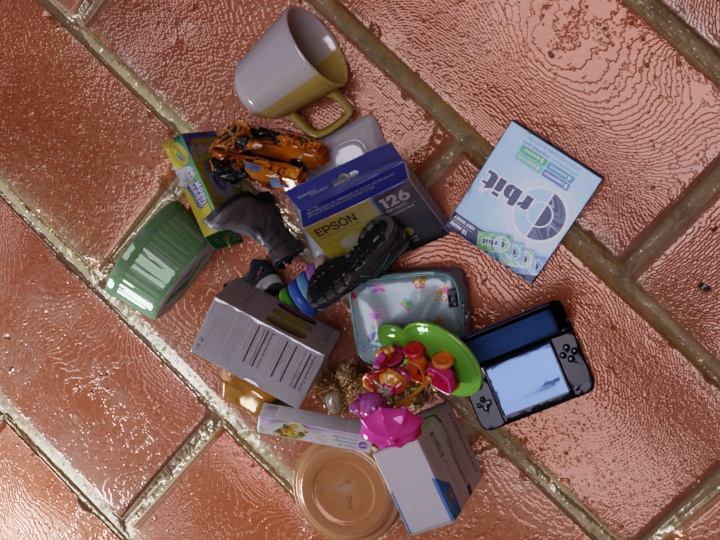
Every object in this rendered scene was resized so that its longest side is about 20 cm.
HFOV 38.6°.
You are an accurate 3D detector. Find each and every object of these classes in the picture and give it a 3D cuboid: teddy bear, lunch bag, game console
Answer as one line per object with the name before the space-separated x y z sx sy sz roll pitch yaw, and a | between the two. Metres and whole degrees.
teddy bear | 0.010 0.208 1.726 0.199 0.145 0.067 4 57 12
lunch bag | 0.086 0.078 1.698 0.199 0.077 0.161 -4 97 18
game console | 0.251 0.153 1.621 0.200 0.118 0.171 -23 91 10

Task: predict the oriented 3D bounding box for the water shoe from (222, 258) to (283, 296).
water shoe | -0.217 0.061 1.807 0.200 0.071 0.079 -41 60 18

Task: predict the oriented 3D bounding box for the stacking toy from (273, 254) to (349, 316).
stacking toy | -0.115 0.061 1.749 0.200 0.085 0.085 -36 87 16

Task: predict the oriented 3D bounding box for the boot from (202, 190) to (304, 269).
boot | -0.165 -0.061 1.693 0.070 0.200 0.132 -36 83 28

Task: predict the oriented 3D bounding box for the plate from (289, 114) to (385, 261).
plate | -0.030 -0.133 1.727 0.199 0.032 0.200 -23 91 19

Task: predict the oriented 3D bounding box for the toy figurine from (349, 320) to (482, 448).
toy figurine | 0.054 0.184 1.564 0.200 0.184 0.150 19 140 35

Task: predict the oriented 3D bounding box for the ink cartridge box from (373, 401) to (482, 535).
ink cartridge box | 0.113 0.315 1.662 0.084 0.200 0.145 -24 90 22

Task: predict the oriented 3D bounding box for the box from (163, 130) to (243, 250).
box | -0.253 -0.137 1.751 0.048 0.117 0.200 -22 92 22

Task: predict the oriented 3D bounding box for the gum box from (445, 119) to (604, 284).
gum box | 0.259 -0.109 1.632 0.170 0.045 0.200 35 108 9

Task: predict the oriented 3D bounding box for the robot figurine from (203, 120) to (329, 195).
robot figurine | -0.160 -0.192 1.698 0.200 0.145 0.058 18 139 22

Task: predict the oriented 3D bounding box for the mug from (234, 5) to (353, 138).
mug | -0.116 -0.308 1.672 0.153 0.149 0.187 -31 80 27

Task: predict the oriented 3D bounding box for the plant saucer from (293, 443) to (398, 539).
plant saucer | -0.025 0.385 1.805 0.200 0.032 0.201 3 100 17

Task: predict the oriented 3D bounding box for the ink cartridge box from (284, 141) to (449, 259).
ink cartridge box | 0.013 -0.090 1.652 0.197 0.047 0.200 -24 135 20

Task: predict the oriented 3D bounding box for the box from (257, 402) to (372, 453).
box | -0.076 0.270 1.764 0.199 0.041 0.039 9 124 4

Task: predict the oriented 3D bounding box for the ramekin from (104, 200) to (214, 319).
ramekin | -0.335 -0.012 1.759 0.098 0.200 0.200 37 107 1

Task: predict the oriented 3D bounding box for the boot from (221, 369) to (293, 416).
boot | -0.164 0.165 1.792 0.144 0.071 0.202 22 110 9

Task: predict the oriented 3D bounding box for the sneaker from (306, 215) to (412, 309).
sneaker | 0.000 0.000 1.649 0.200 0.079 0.076 -40 50 16

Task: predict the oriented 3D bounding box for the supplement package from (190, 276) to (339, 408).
supplement package | -0.153 0.116 1.675 0.200 0.114 0.110 28 111 3
